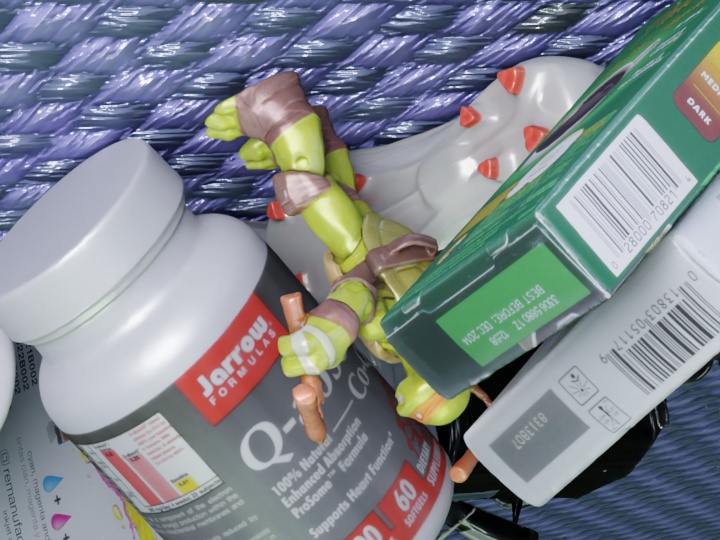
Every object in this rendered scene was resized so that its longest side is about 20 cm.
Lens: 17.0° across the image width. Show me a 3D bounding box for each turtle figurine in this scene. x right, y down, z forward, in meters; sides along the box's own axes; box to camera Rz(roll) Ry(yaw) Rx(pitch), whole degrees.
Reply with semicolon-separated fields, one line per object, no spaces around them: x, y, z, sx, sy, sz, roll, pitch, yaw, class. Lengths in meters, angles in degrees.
0.000;0.000;0.951;0.064;0.162;0.200;-37;162;19;turtle figurine

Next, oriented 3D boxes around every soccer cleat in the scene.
0.038;-0.034;1.058;0.199;0.070;0.077;-28;162;39;soccer cleat

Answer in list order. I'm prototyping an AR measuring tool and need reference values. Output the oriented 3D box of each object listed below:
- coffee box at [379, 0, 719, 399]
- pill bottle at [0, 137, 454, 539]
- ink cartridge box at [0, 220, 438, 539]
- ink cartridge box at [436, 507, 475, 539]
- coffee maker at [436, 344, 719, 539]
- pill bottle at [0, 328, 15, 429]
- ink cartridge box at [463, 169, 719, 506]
0.101;-0.046;0.897;0.200;0.044;0.123;-47;-174;-34;coffee box
-0.061;0.051;1.003;0.115;0.200;0.116;-35;-158;16;pill bottle
-0.082;0.075;1.207;0.199;0.147;0.144;-24;162;36;ink cartridge box
-0.048;0.189;1.261;0.200;0.050;0.161;-35;171;-43;ink cartridge box
0.073;0.062;1.379;0.199;0.135;0.192;4;135;-51;coffee maker
-0.230;0.067;1.106;0.119;0.121;0.200;-7;165;-19;pill bottle
0.138;-0.013;0.954;0.200;0.057;0.163;-42;175;-41;ink cartridge box
